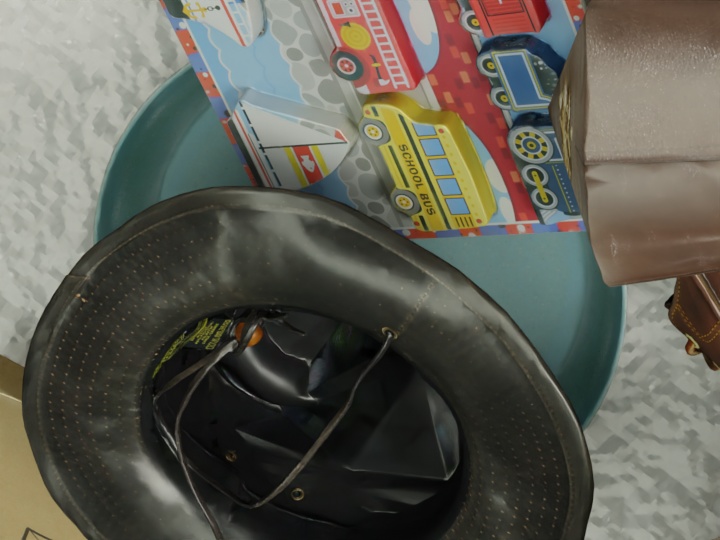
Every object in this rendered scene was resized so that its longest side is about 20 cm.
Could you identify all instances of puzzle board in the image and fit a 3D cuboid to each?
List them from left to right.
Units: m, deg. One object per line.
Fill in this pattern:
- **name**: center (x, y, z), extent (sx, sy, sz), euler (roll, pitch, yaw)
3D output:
- **puzzle board**: center (-0.001, -0.086, 0.713), extent (0.151, 0.017, 0.200), euler (-3, 129, 30)

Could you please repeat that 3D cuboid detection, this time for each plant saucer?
- **plant saucer**: center (0.000, 0.000, 0.824), extent (0.200, 0.027, 0.200), euler (6, 116, 12)

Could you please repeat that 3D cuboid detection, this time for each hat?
- **hat**: center (-0.013, 0.049, 0.789), extent (0.200, 0.081, 0.201), euler (6, 115, 12)

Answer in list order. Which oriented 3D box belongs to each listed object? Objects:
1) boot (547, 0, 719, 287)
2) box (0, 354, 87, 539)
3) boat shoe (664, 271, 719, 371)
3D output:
- **boot**: center (0.144, -0.080, 0.636), extent (0.200, 0.064, 0.187), euler (0, 114, 17)
- **box**: center (-0.085, 0.137, 0.900), extent (0.200, 0.021, 0.164), euler (28, 128, 1)
- **boat shoe**: center (0.137, 0.000, 0.766), extent (0.070, 0.070, 0.200), euler (-16, 102, 26)
